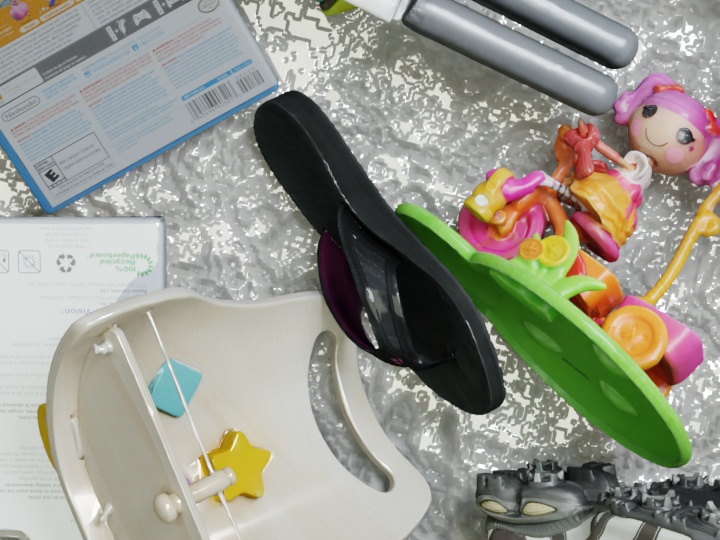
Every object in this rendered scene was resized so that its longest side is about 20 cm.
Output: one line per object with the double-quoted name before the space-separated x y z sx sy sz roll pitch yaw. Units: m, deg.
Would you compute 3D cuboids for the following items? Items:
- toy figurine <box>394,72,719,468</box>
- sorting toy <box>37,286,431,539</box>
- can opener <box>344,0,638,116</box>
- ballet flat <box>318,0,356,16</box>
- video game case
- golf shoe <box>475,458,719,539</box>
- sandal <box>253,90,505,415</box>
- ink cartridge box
"toy figurine" 0.148 -0.032 1.108 0.200 0.150 0.184 39 78 24
"sorting toy" -0.051 0.097 1.100 0.179 0.107 0.201 -22 90 -34
"can opener" 0.044 -0.136 1.062 0.199 0.066 0.053 26 89 -11
"ballet flat" 0.054 -0.205 1.119 0.067 0.067 0.201 32 91 -17
"video game case" -0.150 -0.142 1.096 0.143 0.018 0.201 -27 116 7
"golf shoe" 0.136 0.146 1.060 0.077 0.200 0.095 -2 91 -33
"sandal" -0.001 0.000 1.112 0.048 0.075 0.201 -31 76 -27
"ink cartridge box" -0.199 0.070 1.144 0.198 0.041 0.201 1 92 1
